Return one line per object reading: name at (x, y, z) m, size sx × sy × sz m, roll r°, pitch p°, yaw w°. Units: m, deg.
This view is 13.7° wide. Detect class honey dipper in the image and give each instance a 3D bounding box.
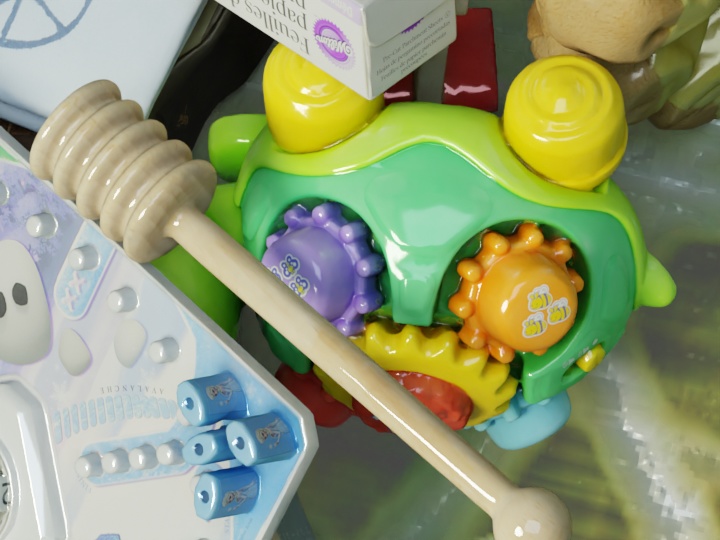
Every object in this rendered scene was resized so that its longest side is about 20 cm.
honey dipper at (-0.016, 0.019, 0.877) m, size 0.200 × 0.038 × 0.038 m, roll 41°, pitch 89°, yaw 17°

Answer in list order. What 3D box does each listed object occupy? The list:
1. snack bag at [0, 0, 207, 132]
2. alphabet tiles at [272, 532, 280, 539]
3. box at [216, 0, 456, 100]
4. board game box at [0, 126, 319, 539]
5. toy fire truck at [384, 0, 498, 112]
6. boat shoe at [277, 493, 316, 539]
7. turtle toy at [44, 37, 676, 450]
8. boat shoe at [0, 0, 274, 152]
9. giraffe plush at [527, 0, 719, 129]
snack bag at (-0.113, -0.149, 1.013) m, size 0.188 × 0.021 × 0.200 m, roll 20°, pitch 71°, yaw 21°
alphabet tiles at (-0.091, 0.159, 0.979) m, size 0.200 × 0.015 × 0.196 m, roll -27°, pitch 82°, yaw 28°
box at (-0.054, -0.121, 0.935) m, size 0.041 × 0.039 × 0.200 m, roll -36°, pitch 54°, yaw -27°
board game box at (-0.124, 0.068, 0.948) m, size 0.200 × 0.026 × 0.200 m, roll 41°, pitch 120°, yaw 26°
toy fire truck at (0.022, -0.128, 0.942) m, size 0.049 × 0.200 × 0.141 m, roll -1°, pitch 85°, yaw -2°
boat shoe at (-0.040, 0.124, 1.000) m, size 0.067 × 0.074 × 0.200 m, roll -26°, pitch 73°, yaw 16°
turtle toy at (0.000, 0.000, 0.953) m, size 0.200 × 0.146 × 0.101 m, roll 7°, pitch 63°, yaw 7°
boat shoe at (-0.093, -0.055, 1.016) m, size 0.068 × 0.072 × 0.200 m, roll 31°, pitch 80°, yaw 14°
giraffe plush at (0.110, -0.164, 0.971) m, size 0.200 × 0.173 × 0.162 m, roll -34°, pitch 74°, yaw -5°
